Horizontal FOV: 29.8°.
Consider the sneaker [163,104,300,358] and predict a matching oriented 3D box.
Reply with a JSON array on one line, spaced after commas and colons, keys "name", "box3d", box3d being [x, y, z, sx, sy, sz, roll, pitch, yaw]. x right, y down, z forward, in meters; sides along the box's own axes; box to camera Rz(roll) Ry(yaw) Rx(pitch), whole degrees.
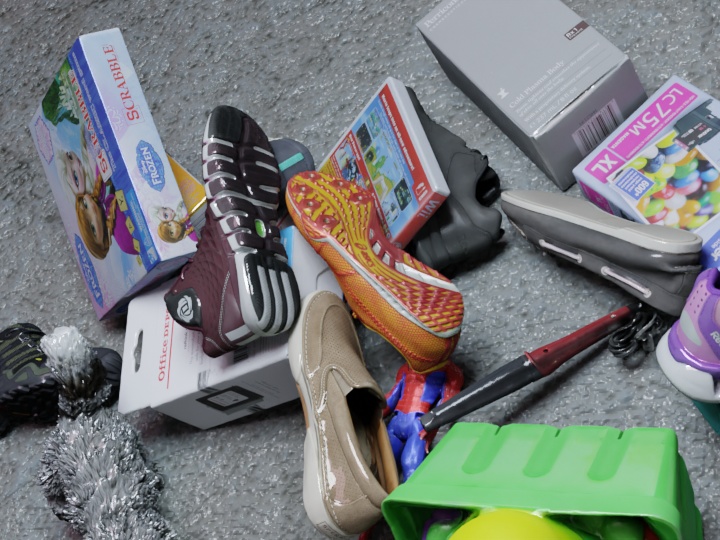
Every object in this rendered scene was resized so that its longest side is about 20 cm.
[{"name": "sneaker", "box3d": [-0.118, -0.025, 1.058, 0.115, 0.075, 0.202, -32, 55, 33]}]

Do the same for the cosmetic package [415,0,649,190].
[{"name": "cosmetic package", "box3d": [0.145, -0.173, 1.151, 0.107, 0.090, 0.200, -41, 49, 1]}]

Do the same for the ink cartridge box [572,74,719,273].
[{"name": "ink cartridge box", "box3d": [0.268, -0.060, 1.027, 0.119, 0.042, 0.200, -42, 48, -3]}]

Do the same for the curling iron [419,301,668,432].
[{"name": "curling iron", "box3d": [0.134, 0.069, 0.986, 0.198, 0.026, 0.050, -22, 18, -3]}]

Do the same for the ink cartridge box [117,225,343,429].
[{"name": "ink cartridge box", "box3d": [-0.108, 0.055, 1.116, 0.199, 0.066, 0.117, -21, 55, 36]}]

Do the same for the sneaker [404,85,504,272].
[{"name": "sneaker", "box3d": [0.069, -0.082, 1.149, 0.090, 0.076, 0.201, -18, 54, 4]}]

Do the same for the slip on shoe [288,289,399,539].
[{"name": "slip on shoe", "box3d": [-0.008, 0.095, 0.986, 0.060, 0.076, 0.202, -31, 42, 30]}]

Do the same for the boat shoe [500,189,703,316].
[{"name": "boat shoe", "box3d": [0.173, -0.017, 1.026, 0.199, 0.066, 0.058, 23, 113, 51]}]

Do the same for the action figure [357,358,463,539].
[{"name": "action figure", "box3d": [0.035, 0.125, 1.023, 0.065, 0.052, 0.201, -3, 54, 35]}]

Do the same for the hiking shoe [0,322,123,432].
[{"name": "hiking shoe", "box3d": [-0.299, 0.084, 1.229, 0.198, 0.076, 0.102, -14, 54, 22]}]

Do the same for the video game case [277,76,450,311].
[{"name": "video game case", "box3d": [-0.009, -0.044, 1.131, 0.200, 0.017, 0.144, -50, 40, 29]}]

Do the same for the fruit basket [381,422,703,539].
[{"name": "fruit basket", "box3d": [0.110, 0.193, 0.848, 0.213, 0.156, 0.217, -16, 36, 12]}]

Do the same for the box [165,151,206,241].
[{"name": "box", "box3d": [-0.167, -0.067, 1.234, 0.041, 0.119, 0.200, -45, 46, -7]}]

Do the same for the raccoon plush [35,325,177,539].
[{"name": "raccoon plush", "box3d": [-0.207, 0.161, 1.048, 0.096, 0.201, 0.134, -29, 32, -10]}]

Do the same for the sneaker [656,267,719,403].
[{"name": "sneaker", "box3d": [0.294, 0.028, 0.874, 0.198, 0.089, 0.081, -5, 36, -8]}]

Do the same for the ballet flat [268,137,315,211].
[{"name": "ballet flat", "box3d": [-0.078, -0.086, 1.191, 0.073, 0.073, 0.200, -47, 10, -8]}]

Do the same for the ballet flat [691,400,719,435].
[{"name": "ballet flat", "box3d": [0.265, 0.104, 0.893, 0.069, 0.070, 0.201, -27, 45, 10]}]

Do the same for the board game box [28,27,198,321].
[{"name": "board game box", "box3d": [-0.220, -0.077, 1.182, 0.041, 0.199, 0.202, -17, 81, -29]}]

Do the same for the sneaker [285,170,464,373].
[{"name": "sneaker", "box3d": [0.000, 0.000, 1.040, 0.072, 0.078, 0.200, -18, 55, -31]}]
